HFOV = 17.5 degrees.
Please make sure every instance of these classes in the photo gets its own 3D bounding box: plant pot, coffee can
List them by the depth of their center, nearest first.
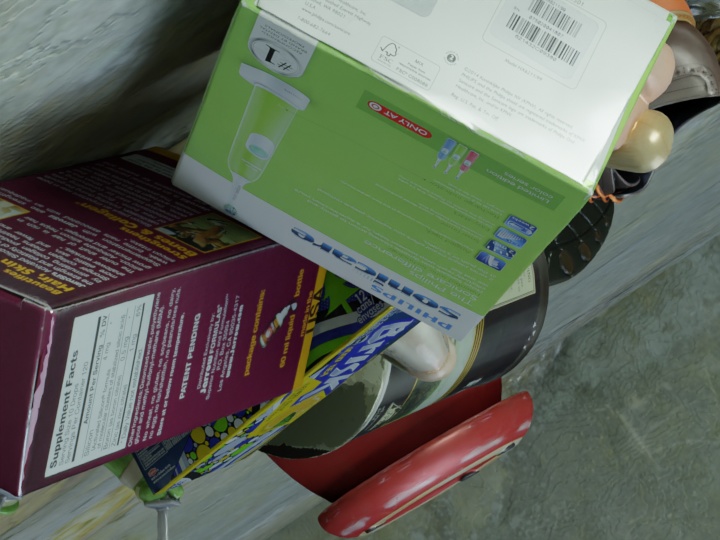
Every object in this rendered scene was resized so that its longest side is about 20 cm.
[{"bbox_3d":[0.005,0.021,1.433,0.146,0.147,0.200,-37,169,33],"label":"coffee can"},{"bbox_3d":[0.010,0.082,1.691,0.200,0.183,0.200,-30,173,-4],"label":"plant pot"}]

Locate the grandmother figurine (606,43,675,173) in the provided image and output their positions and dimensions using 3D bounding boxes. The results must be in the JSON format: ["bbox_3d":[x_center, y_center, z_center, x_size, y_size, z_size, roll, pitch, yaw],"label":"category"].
[{"bbox_3d":[0.077,-0.116,1.037,0.060,0.122,0.200,-23,152,23],"label":"grandmother figurine"}]

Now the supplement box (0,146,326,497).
[{"bbox_3d":[-0.115,0.016,1.007,0.200,0.110,0.086,-18,126,-54],"label":"supplement box"}]

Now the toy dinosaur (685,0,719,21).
[{"bbox_3d":[0.101,-0.122,1.281,0.200,0.077,0.102,-26,159,-6],"label":"toy dinosaur"}]

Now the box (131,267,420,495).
[{"bbox_3d":[-0.038,0.031,1.135,0.070,0.064,0.200,-19,165,-48],"label":"box"}]

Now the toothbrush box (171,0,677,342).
[{"bbox_3d":[0.017,-0.065,0.931,0.086,0.145,0.200,-62,-178,-22],"label":"toothbrush box"}]

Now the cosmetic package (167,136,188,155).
[{"bbox_3d":[-0.005,-0.064,1.160,0.200,0.073,0.104,-33,171,5],"label":"cosmetic package"}]

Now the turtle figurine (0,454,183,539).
[{"bbox_3d":[-0.135,0.092,1.256,0.144,0.200,0.194,22,115,-27],"label":"turtle figurine"}]

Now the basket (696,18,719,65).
[{"bbox_3d":[0.300,-0.174,1.376,0.149,0.143,0.200,-27,170,-27],"label":"basket"}]

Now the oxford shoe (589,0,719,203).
[{"bbox_3d":[0.104,-0.058,1.224,0.071,0.073,0.200,5,139,-50],"label":"oxford shoe"}]

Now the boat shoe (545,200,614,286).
[{"bbox_3d":[0.091,-0.013,1.609,0.200,0.076,0.074,-36,-156,-33],"label":"boat shoe"}]

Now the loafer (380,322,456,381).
[{"bbox_3d":[0.000,0.000,1.246,0.072,0.063,0.200,-36,-153,2],"label":"loafer"}]
